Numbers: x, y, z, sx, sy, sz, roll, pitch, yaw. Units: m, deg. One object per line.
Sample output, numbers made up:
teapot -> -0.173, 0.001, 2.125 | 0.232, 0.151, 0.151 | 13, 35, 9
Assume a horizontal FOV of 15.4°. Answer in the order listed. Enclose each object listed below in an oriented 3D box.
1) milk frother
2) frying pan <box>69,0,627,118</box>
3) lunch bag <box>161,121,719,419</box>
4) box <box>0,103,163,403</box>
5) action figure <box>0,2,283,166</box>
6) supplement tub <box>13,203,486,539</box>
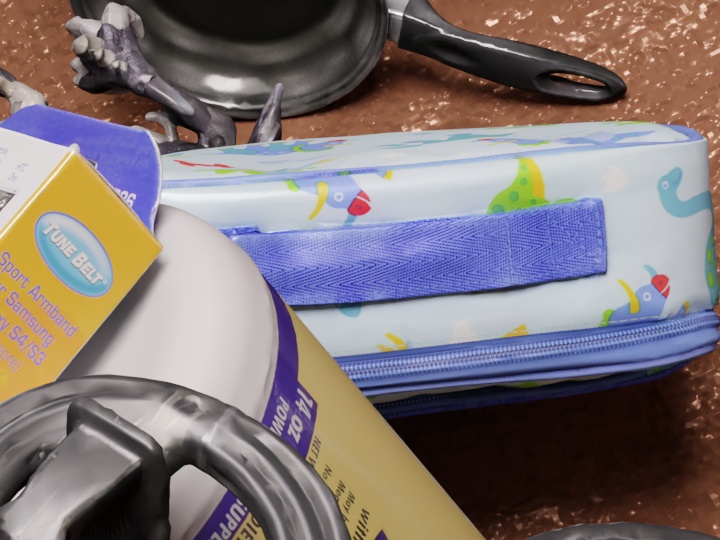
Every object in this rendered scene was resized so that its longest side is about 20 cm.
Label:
milk frother -> -0.004, 0.139, 0.543 | 0.180, 0.189, 0.200 | -13, 45, -45
frying pan -> -0.010, -0.101, 0.917 | 0.189, 0.115, 0.031 | -4, 48, 17
lunch bag -> 0.000, 0.000, 0.789 | 0.199, 0.161, 0.083 | -6, 92, -11
box -> -0.132, 0.030, 0.615 | 0.119, 0.041, 0.200 | 16, 65, 52
action figure -> -0.103, -0.037, 0.905 | 0.119, 0.199, 0.102 | -62, 17, 4
supplement tub -> -0.038, 0.096, 0.664 | 0.145, 0.200, 0.146 | -26, 36, 20
